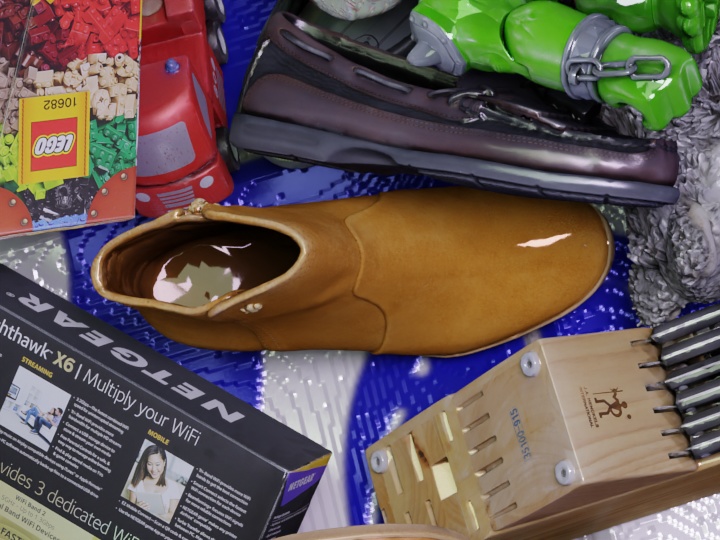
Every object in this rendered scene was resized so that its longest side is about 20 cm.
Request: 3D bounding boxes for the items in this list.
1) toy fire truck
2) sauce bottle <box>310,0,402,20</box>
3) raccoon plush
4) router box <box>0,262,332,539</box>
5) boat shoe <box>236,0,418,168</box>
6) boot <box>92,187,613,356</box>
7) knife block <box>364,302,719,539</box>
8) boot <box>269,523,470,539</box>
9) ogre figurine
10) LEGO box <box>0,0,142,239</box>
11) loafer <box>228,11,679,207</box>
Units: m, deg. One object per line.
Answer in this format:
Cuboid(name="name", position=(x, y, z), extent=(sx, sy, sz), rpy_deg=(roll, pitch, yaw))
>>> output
Cuboid(name="toy fire truck", position=(-0.102, -0.138, 1.203), extent=(0.049, 0.141, 0.201), rpy_deg=(-14, 51, 9))
Cuboid(name="sauce bottle", position=(-0.035, -0.181, 1.207), extent=(0.065, 0.065, 0.200), rpy_deg=(-37, 42, 1))
Cuboid(name="raccoon plush", position=(0.101, -0.062, 1.159), extent=(0.199, 0.097, 0.134), rpy_deg=(22, 64, 19))
Cuboid(name="router box", position=(-0.133, 0.102, 1.178), extent=(0.199, 0.052, 0.158), rpy_deg=(29, 106, 16))
Cuboid(name="boat shoe", position=(0.016, -0.134, 1.223), extent=(0.199, 0.066, 0.075), rpy_deg=(-43, 71, -1))
Cuboid(name="boot", position=(-0.001, -0.001, 1.145), extent=(0.200, 0.144, 0.071), rpy_deg=(-9, 83, 12))
Cuboid(name="knife block", position=(0.123, 0.068, 1.165), extent=(0.200, 0.175, 0.064), rpy_deg=(-37, 63, 49))
Cuboid(name="boot", position=(0.039, 0.182, 1.103), extent=(0.200, 0.071, 0.145), rpy_deg=(6, 63, -23))
Cuboid(name="ogre figurine", position=(0.084, -0.133, 1.092), extent=(0.119, 0.098, 0.201), rpy_deg=(-2, 67, 16))
Cuboid(name="LEGO box", position=(-0.172, -0.117, 1.170), extent=(0.200, 0.077, 0.150), rpy_deg=(32, 124, 51))
Cuboid(name="loafer", position=(0.037, -0.066, 1.109), extent=(0.199, 0.072, 0.063), rpy_deg=(9, 91, 28))
